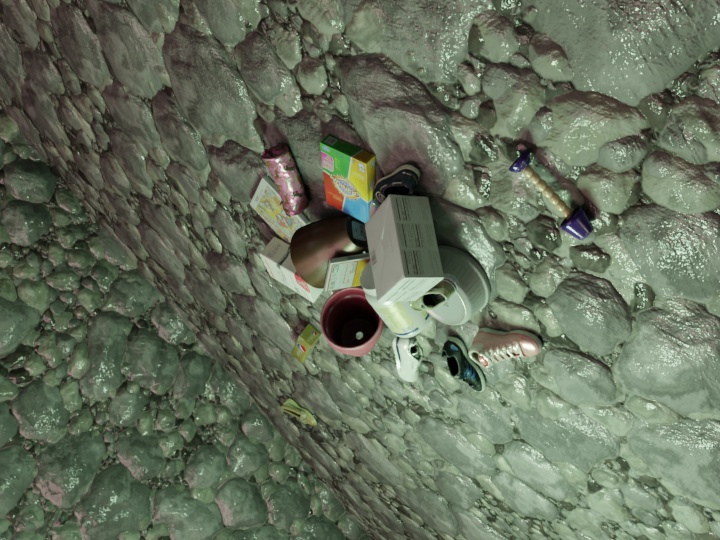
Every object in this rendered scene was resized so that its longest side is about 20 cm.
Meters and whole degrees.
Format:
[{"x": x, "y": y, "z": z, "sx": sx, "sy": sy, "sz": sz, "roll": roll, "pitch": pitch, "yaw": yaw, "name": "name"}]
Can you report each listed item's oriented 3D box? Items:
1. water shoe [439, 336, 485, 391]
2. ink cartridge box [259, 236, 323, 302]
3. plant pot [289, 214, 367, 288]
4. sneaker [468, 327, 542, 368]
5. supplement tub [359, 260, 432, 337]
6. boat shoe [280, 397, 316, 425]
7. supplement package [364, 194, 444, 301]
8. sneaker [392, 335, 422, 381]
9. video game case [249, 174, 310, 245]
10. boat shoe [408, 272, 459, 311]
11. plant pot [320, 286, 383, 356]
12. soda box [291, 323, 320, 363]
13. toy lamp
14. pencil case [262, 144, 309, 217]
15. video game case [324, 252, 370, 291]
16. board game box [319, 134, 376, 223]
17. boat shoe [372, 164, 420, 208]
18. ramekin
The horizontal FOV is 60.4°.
[{"x": 0.289, "y": 0.287, "z": 1.788, "sx": 0.071, "sy": 0.079, "sz": 0.203, "roll": -9, "pitch": 120, "yaw": 53, "name": "water shoe"}, {"x": -0.219, "y": -0.004, "z": 2.032, "sx": 0.196, "sy": 0.085, "sz": 0.146, "roll": 29, "pitch": 157, "yaw": 24, "name": "ink cartridge box"}, {"x": -0.068, "y": -0.073, "z": 1.729, "sx": 0.197, "sy": 0.188, "sz": 0.189, "roll": -26, "pitch": 108, "yaw": 42, "name": "plant pot"}, {"x": 0.363, "y": 0.208, "z": 1.585, "sx": 0.197, "sy": 0.105, "sz": 0.077, "roll": 2, "pitch": 129, "yaw": 47, "name": "sneaker"}, {"x": 0.097, "y": 0.066, "z": 1.666, "sx": 0.142, "sy": 0.147, "sz": 0.201, "roll": 6, "pitch": 144, "yaw": 45, "name": "supplement tub"}, {"x": -0.296, "y": 0.694, "z": 2.982, "sx": 0.198, "sy": 0.063, "sz": 0.074, "roll": 33, "pitch": 148, "yaw": 20, "name": "boat shoe"}, {"x": 0.100, "y": -0.049, "z": 1.463, "sx": 0.156, "sy": 0.107, "sz": 0.207, "roll": 136, "pitch": 130, "yaw": -58, "name": "supplement package"}, {"x": 0.159, "y": 0.283, "z": 1.953, "sx": 0.078, "sy": 0.077, "sz": 0.204, "roll": 8, "pitch": 136, "yaw": 31, "name": "sneaker"}, {"x": -0.257, "y": -0.181, "z": 1.951, "sx": 0.200, "sy": 0.023, "sz": 0.182, "roll": 46, "pitch": 149, "yaw": -1, "name": "video game case"}, {"x": 0.165, "y": 0.062, "z": 1.506, "sx": 0.072, "sy": 0.062, "sz": 0.200, "roll": 46, "pitch": 150, "yaw": -2, "name": "boat shoe"}, {"x": -0.018, "y": 0.179, "z": 1.942, "sx": 0.197, "sy": 0.202, "sz": 0.180, "roll": 31, "pitch": 162, "yaw": 20, "name": "plant pot"}, {"x": -0.213, "y": 0.286, "z": 2.402, "sx": 0.064, "sy": 0.068, "sz": 0.201, "roll": 38, "pitch": 149, "yaw": 7, "name": "soda box"}, {"x": 0.374, "y": -0.143, "z": 1.207, "sx": 0.200, "sy": 0.058, "sz": 0.058, "roll": 48, "pitch": 149, "yaw": 1, "name": "toy lamp"}, {"x": -0.211, "y": -0.256, "z": 1.754, "sx": 0.083, "sy": 0.084, "sz": 0.204, "roll": -124, "pitch": 13, "yaw": -52, "name": "pencil case"}, {"x": 0.000, "y": 0.000, "z": 1.714, "sx": 0.145, "sy": 0.193, "sz": 0.018, "roll": 106, "pitch": 151, "yaw": -55, "name": "video game case"}, {"x": -0.029, "y": -0.233, "z": 1.599, "sx": 0.150, "sy": 0.040, "sz": 0.204, "roll": 28, "pitch": 145, "yaw": 26, "name": "board game box"}, {"x": 0.078, "y": -0.186, "z": 1.498, "sx": 0.074, "sy": 0.063, "sz": 0.198, "roll": 34, "pitch": 153, "yaw": -19, "name": "boat shoe"}, {"x": 0.224, "y": 0.047, "z": 1.570, "sx": 0.199, "sy": 0.094, "sz": 0.206, "roll": 30, "pitch": 147, "yaw": 22, "name": "ramekin"}]
